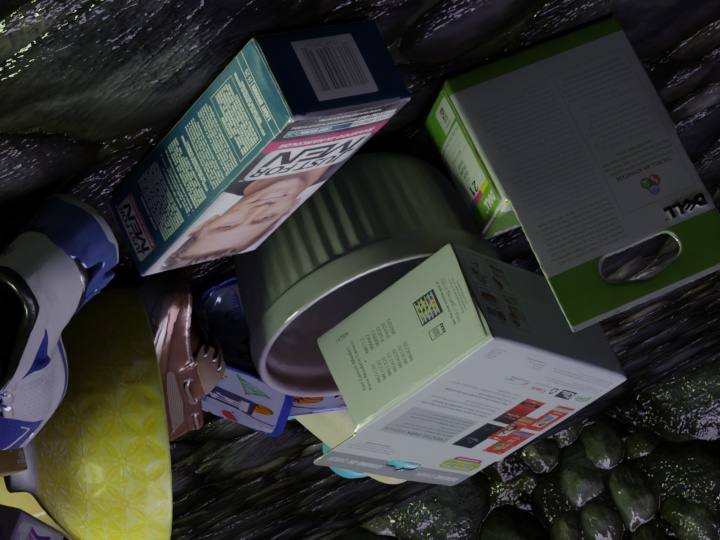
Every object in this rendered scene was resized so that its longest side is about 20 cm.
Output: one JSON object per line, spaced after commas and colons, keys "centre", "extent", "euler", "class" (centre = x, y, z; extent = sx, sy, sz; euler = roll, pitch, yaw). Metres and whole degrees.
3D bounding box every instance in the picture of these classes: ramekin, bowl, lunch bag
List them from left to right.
{"centre": [-0.208, 0.114, 1.391], "extent": [0.107, 0.202, 0.200], "euler": [-6, 161, -16], "class": "bowl"}
{"centre": [-0.058, 0.063, 1.602], "extent": [0.198, 0.125, 0.170], "euler": [-8, 163, -10], "class": "lunch bag"}
{"centre": [0.000, 0.000, 1.431], "extent": [0.199, 0.106, 0.201], "euler": [-18, 153, -10], "class": "ramekin"}

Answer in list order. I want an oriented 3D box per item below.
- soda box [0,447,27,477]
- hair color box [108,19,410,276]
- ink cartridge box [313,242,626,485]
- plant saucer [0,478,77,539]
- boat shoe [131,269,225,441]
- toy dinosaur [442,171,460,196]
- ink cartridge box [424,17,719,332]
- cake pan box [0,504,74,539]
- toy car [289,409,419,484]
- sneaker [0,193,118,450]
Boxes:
{"centre": [-0.334, 0.133, 1.354], "extent": [0.199, 0.068, 0.064], "euler": [-18, 172, 29], "class": "soda box"}
{"centre": [-0.066, -0.074, 1.197], "extent": [0.100, 0.061, 0.200], "euler": [-14, 162, -40], "class": "hair color box"}
{"centre": [0.068, 0.077, 1.415], "extent": [0.175, 0.084, 0.200], "euler": [-36, 151, 24], "class": "ink cartridge box"}
{"centre": [-0.303, 0.173, 1.545], "extent": [0.199, 0.049, 0.201], "euler": [-17, 135, -17], "class": "plant saucer"}
{"centre": [-0.142, 0.063, 1.466], "extent": [0.071, 0.076, 0.200], "euler": [-7, 147, -17], "class": "boat shoe"}
{"centre": [0.093, -0.071, 1.540], "extent": [0.199, 0.048, 0.088], "euler": [-30, 160, -2], "class": "toy dinosaur"}
{"centre": [0.156, -0.059, 1.362], "extent": [0.147, 0.201, 0.076], "euler": [-21, 166, -17], "class": "ink cartridge box"}
{"centre": [-0.270, 0.221, 1.445], "extent": [0.199, 0.053, 0.184], "euler": [5, 157, 35], "class": "cake pan box"}
{"centre": [0.026, 0.082, 1.833], "extent": [0.200, 0.177, 0.184], "euler": [-52, -171, -19], "class": "toy car"}
{"centre": [-0.233, 0.047, 1.202], "extent": [0.115, 0.080, 0.200], "euler": [-42, 166, -47], "class": "sneaker"}
